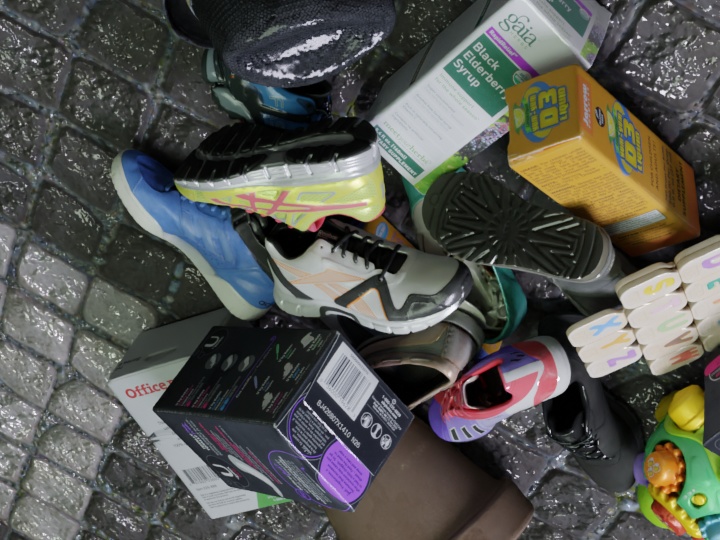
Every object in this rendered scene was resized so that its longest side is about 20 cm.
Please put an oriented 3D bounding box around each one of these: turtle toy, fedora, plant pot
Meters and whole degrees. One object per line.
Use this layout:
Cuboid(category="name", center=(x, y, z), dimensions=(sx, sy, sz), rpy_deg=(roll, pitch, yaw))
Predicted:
Cuboid(category="turtle toy", center=(0.300, 0.188, 1.296), dimensions=(0.146, 0.101, 0.200), rpy_deg=(46, 176, 7))
Cuboid(category="fedora", center=(-0.046, -0.198, 1.097), dimensions=(0.198, 0.092, 0.201), rpy_deg=(-15, 155, -7))
Cuboid(category="plant pot", center=(0.043, 0.230, 1.429), dimensions=(0.175, 0.200, 0.200), rpy_deg=(51, 132, 1))

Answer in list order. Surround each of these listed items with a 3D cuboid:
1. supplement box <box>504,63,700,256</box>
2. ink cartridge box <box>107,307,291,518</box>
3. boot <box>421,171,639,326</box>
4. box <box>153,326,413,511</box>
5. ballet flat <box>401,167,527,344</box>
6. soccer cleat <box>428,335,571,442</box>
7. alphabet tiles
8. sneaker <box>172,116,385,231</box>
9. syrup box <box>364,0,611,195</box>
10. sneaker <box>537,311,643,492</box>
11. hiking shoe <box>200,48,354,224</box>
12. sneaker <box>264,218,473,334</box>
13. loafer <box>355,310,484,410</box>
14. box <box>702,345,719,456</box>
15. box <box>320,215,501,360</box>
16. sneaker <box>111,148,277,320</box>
Cuboid(category="supplement box", center=(0.187, -0.080, 1.112), dimensions=(0.068, 0.067, 0.199), rpy_deg=(-18, 150, 35))
Cuboid(category="ink cartridge box", center=(-0.140, 0.146, 1.495), dimensions=(0.145, 0.084, 0.201), rpy_deg=(-16, 119, 33))
Cuboid(category="boot", center=(0.161, -0.008, 1.198), dimensions=(0.181, 0.199, 0.073), rpy_deg=(27, 94, 30))
Cuboid(category="box", center=(-0.072, 0.129, 1.310), dimensions=(0.199, 0.106, 0.122), rpy_deg=(0, 137, 51))
Cuboid(category="ballet flat", center=(0.088, -0.017, 1.267), dimensions=(0.067, 0.071, 0.201), rpy_deg=(-13, 121, 33))
Cuboid(category="soccer cleat", center=(0.104, 0.109, 1.286), dimensions=(0.200, 0.073, 0.069), rpy_deg=(-34, 71, 55))
Cuboid(category="alphabet tiles", center=(0.265, 0.032, 1.175), dimensions=(0.194, 0.015, 0.200), rpy_deg=(-25, 151, 8))
Cuboid(category="sneaker", center=(-0.066, -0.067, 1.198), dimensions=(0.198, 0.078, 0.091), rpy_deg=(2, 134, 31))
Cuboid(category="syrup box", center=(0.095, -0.154, 1.143), dimensions=(0.079, 0.082, 0.200), rpy_deg=(41, 133, -14))
Cuboid(category="sneaker", center=(0.201, 0.137, 1.331), dimensions=(0.075, 0.091, 0.201), rpy_deg=(-12, 123, 29))
Cuboid(category="hiking shoe", center=(-0.053, -0.121, 1.242), dimensions=(0.086, 0.075, 0.201), rpy_deg=(-20, 117, 36))
Cuboid(category="sneaker", center=(0.000, 0.000, 1.230), dimensions=(0.198, 0.074, 0.081), rpy_deg=(3, 131, 30))
Cuboid(category="loafer", center=(0.035, 0.096, 1.325), dimensions=(0.072, 0.063, 0.200), rpy_deg=(37, 143, -13))
Cuboid(category="box", center=(0.396, 0.123, 1.202), dimensions=(0.199, 0.107, 0.122), rpy_deg=(30, 133, -14))
Cuboid(category="box", center=(0.024, 0.030, 1.357), dimensions=(0.200, 0.042, 0.119), rpy_deg=(42, 132, -15))
Cuboid(category="sneaker", center=(-0.129, -0.057, 1.332), dimensions=(0.200, 0.077, 0.111), rpy_deg=(47, 121, -4))
